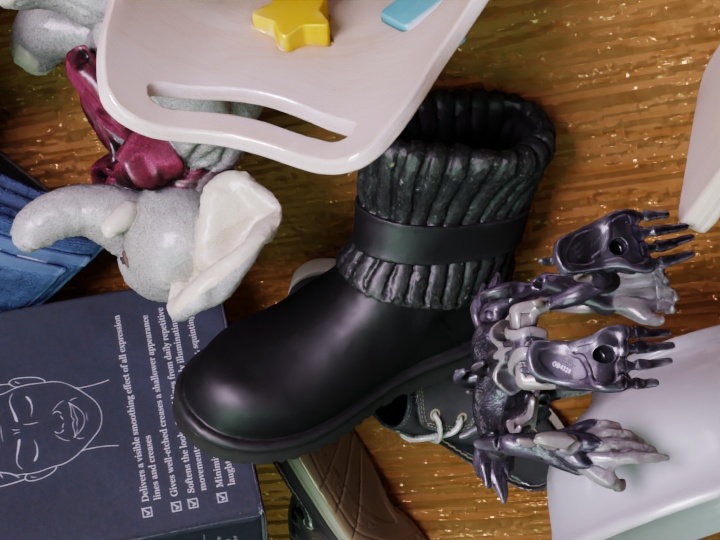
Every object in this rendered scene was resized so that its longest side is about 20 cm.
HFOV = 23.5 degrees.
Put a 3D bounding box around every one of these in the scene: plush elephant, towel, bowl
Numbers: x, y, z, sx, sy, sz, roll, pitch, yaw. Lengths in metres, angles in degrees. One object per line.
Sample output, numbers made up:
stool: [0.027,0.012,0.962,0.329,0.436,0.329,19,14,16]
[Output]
plush elephant: [-0.104,-0.055,0.860,0.198,0.156,0.165,15,173,-11]
towel: [-0.242,0.012,0.983,0.111,0.049,0.200,18,142,-35]
bowl: [0.179,0.086,0.911,0.200,0.091,0.201,-16,164,-4]

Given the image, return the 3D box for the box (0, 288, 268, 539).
box: [-0.161,0.105,0.974,0.198,0.149,0.107,-9,153,-6]

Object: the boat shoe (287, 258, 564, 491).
boat shoe: [0.035,0.076,0.999,0.199,0.068,0.072,34,130,-13]

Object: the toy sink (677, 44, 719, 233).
toy sink: [0.236,-0.096,0.734,0.111,0.131,0.201,26,132,-4]

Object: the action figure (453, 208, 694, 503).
action figure: [0.102,0.045,0.818,0.101,0.120,0.200,8,163,-7]

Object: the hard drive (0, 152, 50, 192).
hard drive: [-0.280,-0.017,1.053,0.139,0.033,0.200,38,131,-15]

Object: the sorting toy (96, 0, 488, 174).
sorting toy: [-0.030,-0.120,0.766,0.198,0.181,0.107,13,142,7]

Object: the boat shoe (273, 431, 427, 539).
boat shoe: [-0.015,0.158,1.084,0.064,0.072,0.200,-17,128,25]

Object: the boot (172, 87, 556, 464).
boot: [-0.001,-0.002,0.880,0.079,0.210,0.159,47,148,32]
